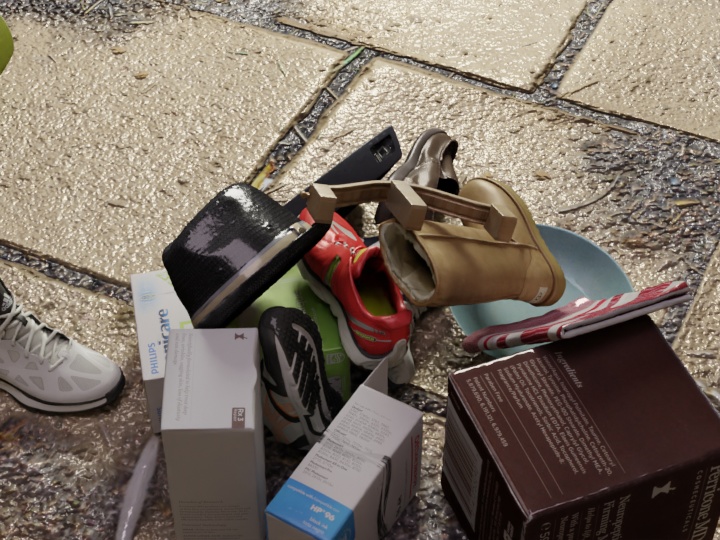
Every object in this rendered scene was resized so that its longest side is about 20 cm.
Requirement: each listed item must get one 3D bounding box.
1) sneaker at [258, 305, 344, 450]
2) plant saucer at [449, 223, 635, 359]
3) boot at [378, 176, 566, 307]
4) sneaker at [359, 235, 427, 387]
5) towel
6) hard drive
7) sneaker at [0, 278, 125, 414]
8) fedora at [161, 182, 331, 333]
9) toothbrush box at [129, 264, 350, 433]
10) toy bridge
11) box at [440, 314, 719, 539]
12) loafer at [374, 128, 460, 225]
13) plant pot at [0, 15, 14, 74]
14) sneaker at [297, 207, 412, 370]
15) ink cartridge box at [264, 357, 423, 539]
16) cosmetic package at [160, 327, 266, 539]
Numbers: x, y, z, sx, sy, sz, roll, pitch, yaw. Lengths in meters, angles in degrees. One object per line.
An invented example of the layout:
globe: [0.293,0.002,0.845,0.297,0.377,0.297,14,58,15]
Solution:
sneaker: [-0.070,0.106,1.230,0.080,0.200,0.074,5,50,17]
plant saucer: [0.184,0.038,1.391,0.200,0.039,0.201,4,49,-5]
boot: [0.094,-0.034,1.309,0.200,0.066,0.175,3,39,-44]
sneaker: [0.052,0.027,1.383,0.129,0.080,0.199,-19,38,-6]
towel: [0.195,0.044,1.248,0.144,0.200,0.023,-16,89,-21]
hard drive: [-0.042,-0.069,1.450,0.042,0.135,0.200,48,54,2]
sneaker: [-0.330,0.069,1.320,0.200,0.116,0.076,13,47,13]
fedora: [-0.118,-0.016,1.227,0.092,0.201,0.201,47,57,0]
toothbrush box: [-0.120,0.066,1.343,0.199,0.086,0.146,-9,46,-6]
toy bridge: [0.040,-0.060,1.228,0.199,0.027,0.067,5,24,-20]
box: [0.192,0.171,1.180,0.199,0.166,0.164,-16,47,-14]
loafer: [0.076,-0.092,1.497,0.071,0.073,0.200,23,35,8]
plant pot: [-0.527,-0.213,1.578,0.186,0.187,0.201,8,61,8]
sneaker: [0.000,0.000,1.293,0.077,0.085,0.200,-11,51,-28]
ink cartridge box: [-0.001,0.187,1.201,0.068,0.116,0.200,23,51,21]
cosmetic package: [-0.124,0.154,1.176,0.081,0.200,0.113,-2,45,-1]
